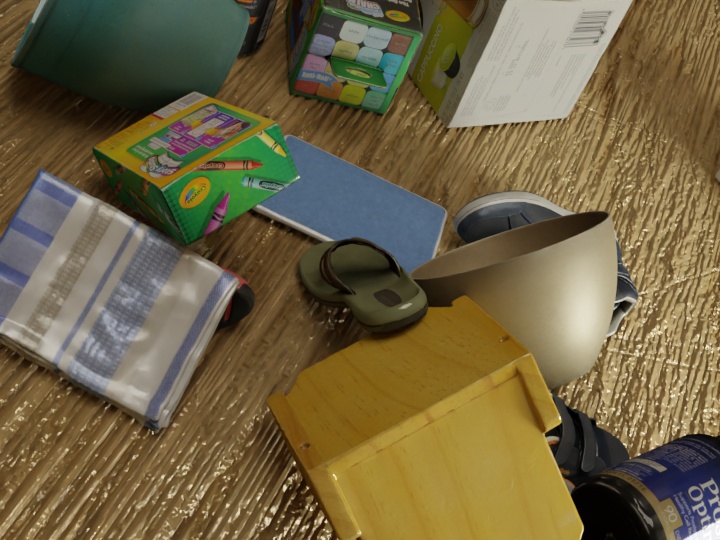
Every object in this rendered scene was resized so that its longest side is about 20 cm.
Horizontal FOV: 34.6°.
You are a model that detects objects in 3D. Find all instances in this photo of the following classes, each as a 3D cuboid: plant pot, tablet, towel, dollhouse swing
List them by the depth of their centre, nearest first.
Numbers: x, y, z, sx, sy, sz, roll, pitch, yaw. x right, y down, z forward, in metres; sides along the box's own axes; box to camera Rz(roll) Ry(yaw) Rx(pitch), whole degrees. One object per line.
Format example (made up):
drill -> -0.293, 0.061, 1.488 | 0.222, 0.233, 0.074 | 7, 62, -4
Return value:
towel -> -0.215, 0.024, 0.962 | 0.198, 0.024, 0.148 | 30, 79, -3
dollhouse swing -> 0.060, 0.163, 0.965 | 0.198, 0.177, 0.182 | -28, 27, -9
plant pot -> 0.157, 0.039, 1.096 | 0.199, 0.199, 0.136 | -23, 99, -39
plant pot -> -0.220, -0.248, 1.160 | 0.187, 0.200, 0.202 | 28, 41, -20
tablet -> -0.009, -0.064, 1.212 | 0.198, 0.014, 0.131 | 25, 44, -4

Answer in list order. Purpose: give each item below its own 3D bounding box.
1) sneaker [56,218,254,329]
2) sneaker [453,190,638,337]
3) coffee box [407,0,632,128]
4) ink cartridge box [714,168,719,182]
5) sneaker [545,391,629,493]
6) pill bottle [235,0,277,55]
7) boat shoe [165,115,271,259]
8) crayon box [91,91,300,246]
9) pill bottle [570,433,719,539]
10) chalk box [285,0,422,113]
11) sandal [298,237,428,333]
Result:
sneaker -> -0.187, -0.011, 1.033 | 0.198, 0.074, 0.087 | 15, 43, -13
sneaker -> 0.200, -0.003, 1.211 | 0.200, 0.077, 0.147 | 10, 44, -19
coffee box -> 0.169, -0.317, 1.397 | 0.198, 0.201, 0.199 | -10, 54, -32
ink cartridge box -> 0.575, -0.090, 1.472 | 0.144, 0.084, 0.201 | -16, 58, -35
sneaker -> 0.172, 0.156, 1.052 | 0.197, 0.080, 0.079 | 8, 46, -21
pill bottle -> -0.130, -0.347, 1.277 | 0.105, 0.201, 0.107 | 13, 45, -14
boat shoe -> -0.135, -0.085, 1.141 | 0.072, 0.064, 0.201 | -10, 31, 26
crayon box -> -0.153, -0.097, 1.040 | 0.118, 0.059, 0.199 | -32, 28, -18
pill bottle -> 0.285, 0.211, 1.031 | 0.198, 0.112, 0.112 | -14, 57, -34
chalk box -> -0.010, -0.269, 1.323 | 0.123, 0.125, 0.202 | 12, 47, -17
sandal -> 0.001, 0.000, 1.061 | 0.079, 0.058, 0.201 | -31, 24, -16
